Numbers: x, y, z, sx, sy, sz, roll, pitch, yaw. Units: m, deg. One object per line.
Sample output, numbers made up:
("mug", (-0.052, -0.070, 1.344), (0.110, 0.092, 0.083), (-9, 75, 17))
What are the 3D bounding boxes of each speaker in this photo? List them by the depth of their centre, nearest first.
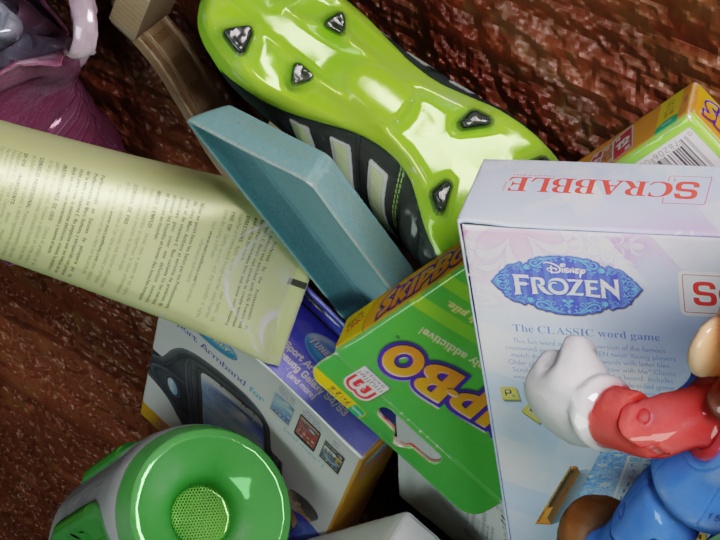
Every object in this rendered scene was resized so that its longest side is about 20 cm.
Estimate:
("speaker", (-0.094, 0.125, 1.107), (0.089, 0.088, 0.200), (50, 159, -2))

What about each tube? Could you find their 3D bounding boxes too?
("tube", (-0.115, -0.022, 0.958), (0.199, 0.052, 0.058), (17, 148, -10))

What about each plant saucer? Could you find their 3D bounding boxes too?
("plant saucer", (0.000, 0.000, 0.935), (0.070, 0.019, 0.200), (28, 165, 36))

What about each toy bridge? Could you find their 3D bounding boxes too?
("toy bridge", (-0.033, -0.052, 0.994), (0.200, 0.027, 0.067), (43, 146, 8))

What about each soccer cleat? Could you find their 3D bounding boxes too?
("soccer cleat", (0.019, -0.048, 0.920), (0.200, 0.068, 0.081), (42, 174, -2))

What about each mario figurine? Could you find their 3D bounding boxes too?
("mario figurine", (0.134, 0.038, 0.756), (0.106, 0.123, 0.200), (57, 146, 27))

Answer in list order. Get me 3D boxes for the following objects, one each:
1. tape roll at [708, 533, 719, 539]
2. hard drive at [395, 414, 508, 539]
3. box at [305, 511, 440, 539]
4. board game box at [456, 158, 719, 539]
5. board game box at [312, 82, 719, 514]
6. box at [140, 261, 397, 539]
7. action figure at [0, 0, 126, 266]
("tape roll", (0.182, 0.153, 0.729), (0.199, 0.048, 0.201), (18, 145, 13))
("hard drive", (0.099, 0.131, 0.990), (0.200, 0.027, 0.132), (39, 163, 15))
("box", (0.008, 0.208, 1.075), (0.152, 0.107, 0.200), (39, 155, -12))
("board game box", (0.145, 0.055, 0.827), (0.199, 0.041, 0.200), (3, 128, 18))
("board game box", (0.079, 0.018, 0.865), (0.095, 0.030, 0.200), (43, 125, -17))
("box", (-0.041, 0.059, 1.064), (0.119, 0.041, 0.200), (42, 159, 10))
("action figure", (-0.144, -0.079, 1.046), (0.148, 0.135, 0.200), (-15, 142, 16))
